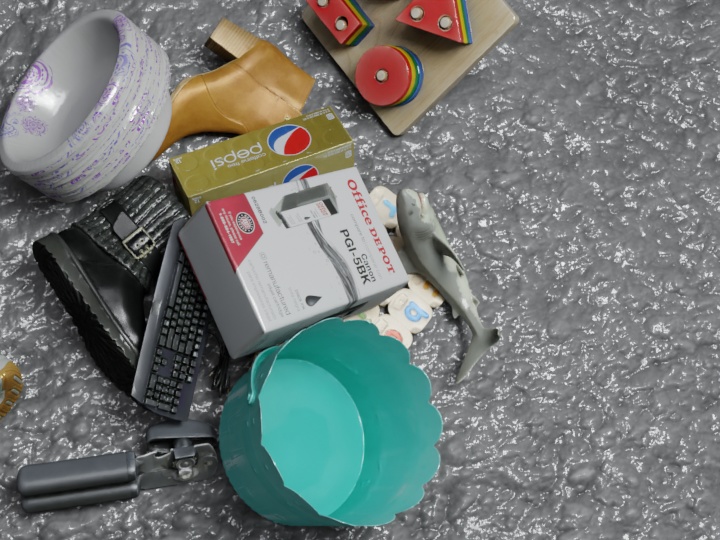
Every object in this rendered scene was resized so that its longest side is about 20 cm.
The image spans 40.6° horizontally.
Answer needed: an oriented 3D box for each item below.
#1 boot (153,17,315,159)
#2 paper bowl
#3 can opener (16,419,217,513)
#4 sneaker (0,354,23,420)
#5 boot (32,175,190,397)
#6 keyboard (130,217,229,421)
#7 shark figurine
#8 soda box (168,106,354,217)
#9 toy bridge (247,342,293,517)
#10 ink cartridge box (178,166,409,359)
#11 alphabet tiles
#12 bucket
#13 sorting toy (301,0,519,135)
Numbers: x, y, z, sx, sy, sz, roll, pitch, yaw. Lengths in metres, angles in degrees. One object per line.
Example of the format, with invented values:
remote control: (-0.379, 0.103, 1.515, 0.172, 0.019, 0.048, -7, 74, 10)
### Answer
boot: (-0.149, -0.175, 1.121, 0.143, 0.071, 0.202, 35, 81, -15)
paper bowl: (-0.281, -0.166, 1.036, 0.104, 0.199, 0.203, 37, 60, -45)
can opener: (-0.244, 0.196, 0.990, 0.198, 0.054, 0.067, -6, 41, -13)
sneaker: (-0.427, 0.156, 0.954, 0.087, 0.076, 0.200, 32, 64, 17)
boot: (-0.227, 0.015, 1.031, 0.157, 0.079, 0.212, -33, 95, -34)
keyboard: (-0.169, 0.058, 1.018, 0.127, 0.020, 0.202, 29, 65, -46)
shark figurine: (0.079, 0.010, 1.097, 0.089, 0.128, 0.216, -27, 97, 6)
soda box: (-0.108, -0.113, 1.094, 0.198, 0.064, 0.068, -21, 53, -15)
toy bridge: (-0.105, 0.159, 1.035, 0.066, 0.027, 0.202, -1, 73, -12)
ink cartridge box: (-0.066, -0.014, 1.019, 0.199, 0.083, 0.148, -19, 79, -38)
alphabet tiles: (0.000, 0.000, 1.118, 0.195, 0.015, 0.200, 39, 68, 3)
bucket: (-0.035, 0.157, 0.967, 0.205, 0.134, 0.210, 11, 69, -30)
sorting toy: (0.044, -0.296, 1.133, 0.199, 0.200, 0.069, 52, 25, 8)
